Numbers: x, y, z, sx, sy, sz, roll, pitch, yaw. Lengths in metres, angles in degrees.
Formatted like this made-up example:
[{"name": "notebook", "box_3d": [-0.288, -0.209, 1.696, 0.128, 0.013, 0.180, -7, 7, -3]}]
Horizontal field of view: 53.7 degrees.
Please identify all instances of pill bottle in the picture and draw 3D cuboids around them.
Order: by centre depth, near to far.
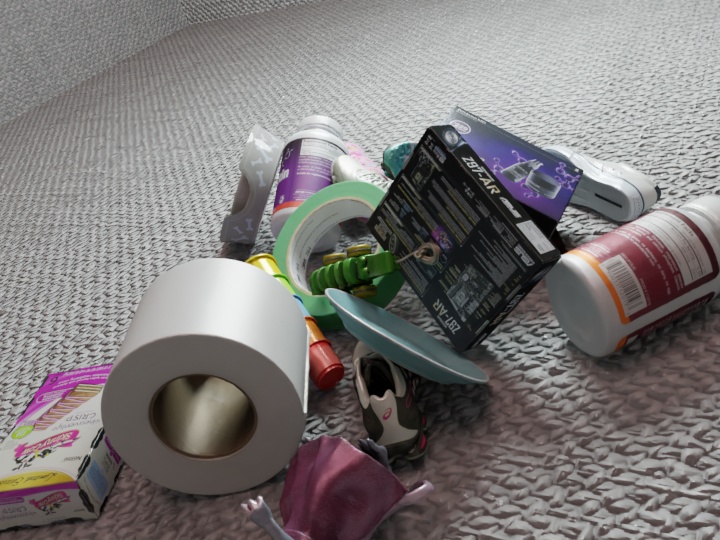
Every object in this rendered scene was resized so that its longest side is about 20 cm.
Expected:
[{"name": "pill bottle", "box_3d": [0.311, 0.001, 0.767, 0.197, 0.116, 0.114, -23, 30, -12]}, {"name": "pill bottle", "box_3d": [-0.076, -0.139, 1.125, 0.110, 0.113, 0.204, -5, 62, 20]}]

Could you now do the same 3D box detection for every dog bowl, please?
[{"name": "dog bowl", "box_3d": [-0.178, -0.137, 1.183, 0.057, 0.203, 0.201, 17, 30, -9]}]

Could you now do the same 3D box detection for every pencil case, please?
[{"name": "pencil case", "box_3d": [-0.004, -0.151, 1.211, 0.086, 0.089, 0.201, -20, 31, -6]}]

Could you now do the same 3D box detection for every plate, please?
[{"name": "plate", "box_3d": [0.045, 0.076, 0.756, 0.199, 0.198, 0.026, 34, 96, 53]}]

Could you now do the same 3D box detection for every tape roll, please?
[{"name": "tape roll", "box_3d": [-0.153, 0.109, 0.742, 0.198, 0.206, 0.140, -14, 30, 5]}, {"name": "tape roll", "box_3d": [-0.026, -0.023, 0.957, 0.197, 0.048, 0.204, -15, 56, 23]}]

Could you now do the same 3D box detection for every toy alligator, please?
[{"name": "toy alligator", "box_3d": [0.000, 0.000, 0.834, 0.197, 0.061, 0.054, -18, -12, 39]}]

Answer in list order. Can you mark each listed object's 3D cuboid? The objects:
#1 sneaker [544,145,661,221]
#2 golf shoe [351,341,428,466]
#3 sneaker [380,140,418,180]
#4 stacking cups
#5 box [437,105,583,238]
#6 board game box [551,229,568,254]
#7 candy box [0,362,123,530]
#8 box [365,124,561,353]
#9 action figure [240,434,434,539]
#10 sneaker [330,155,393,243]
[{"name": "sneaker", "box_3d": [0.341, -0.128, 1.022, 0.070, 0.074, 0.200, -18, 38, -20]}, {"name": "golf shoe", "box_3d": [0.027, 0.113, 0.760, 0.076, 0.089, 0.201, -19, 29, 0]}, {"name": "sneaker", "box_3d": [0.066, -0.159, 1.112, 0.090, 0.079, 0.199, 12, 2, 25]}, {"name": "stacking cups", "box_3d": [-0.089, 0.065, 0.877, 0.060, 0.061, 0.201, -25, 51, -15]}, {"name": "box", "box_3d": [0.177, -0.118, 0.940, 0.197, 0.080, 0.141, 29, 42, 10]}, {"name": "board game box", "box_3d": [0.219, -0.052, 0.994, 0.102, 0.024, 0.201, -14, 30, 9]}, {"name": "candy box", "box_3d": [-0.340, 0.197, 0.835, 0.133, 0.062, 0.201, -11, 31, 10]}, {"name": "box", "box_3d": [0.107, -0.036, 0.804, 0.043, 0.161, 0.201, -14, 59, -43]}, {"name": "action figure", "box_3d": [-0.047, 0.244, 0.606, 0.147, 0.134, 0.202, 30, 53, -4]}, {"name": "sneaker", "box_3d": [0.030, -0.107, 1.040, 0.074, 0.082, 0.201, -20, 60, -38]}]
